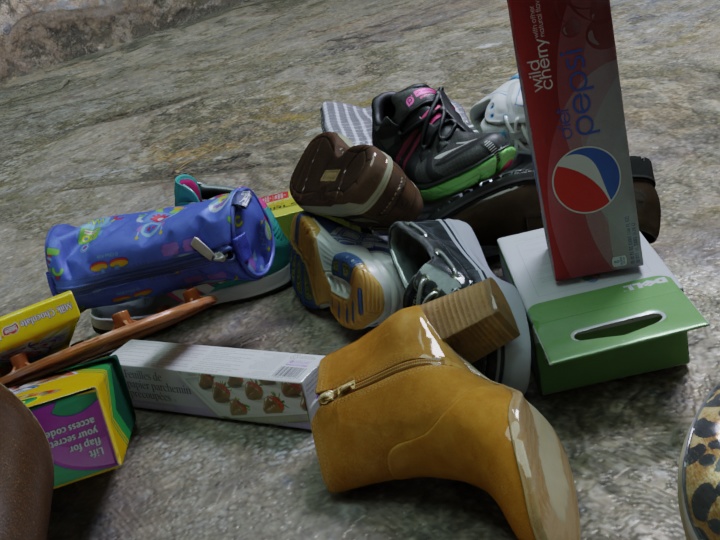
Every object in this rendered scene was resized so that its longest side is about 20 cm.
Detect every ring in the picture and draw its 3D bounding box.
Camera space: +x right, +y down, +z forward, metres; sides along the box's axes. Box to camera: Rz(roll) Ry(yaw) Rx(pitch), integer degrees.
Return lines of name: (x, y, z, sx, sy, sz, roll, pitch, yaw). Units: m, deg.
ring: (-0.208, 0.054, 0.811, 0.197, 0.020, 0.200, -23, -2, -1)

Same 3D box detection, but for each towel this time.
towel: (0.037, -0.146, 1.151, 0.162, 0.087, 0.201, -13, 23, -2)

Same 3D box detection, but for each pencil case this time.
pencil case: (-0.169, -0.015, 0.851, 0.196, 0.079, 0.087, -10, 19, 15)

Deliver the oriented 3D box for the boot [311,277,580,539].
boot: (0.041, 0.107, 0.603, 0.143, 0.071, 0.203, -30, 42, 18)

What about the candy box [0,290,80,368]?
candy box: (-0.282, 0.061, 0.825, 0.101, 0.027, 0.200, -26, -2, -21)

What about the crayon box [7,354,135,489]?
crayon box: (-0.255, 0.119, 0.676, 0.196, 0.059, 0.172, -18, 3, -9)

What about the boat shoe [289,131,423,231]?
boat shoe: (-0.004, -0.068, 0.886, 0.076, 0.074, 0.202, -59, 22, 2)

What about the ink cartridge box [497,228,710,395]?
ink cartridge box: (0.163, 0.029, 0.707, 0.102, 0.060, 0.201, -12, 23, 3)

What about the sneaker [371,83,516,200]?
sneaker: (0.058, -0.115, 0.875, 0.076, 0.085, 0.199, -26, 24, -22)

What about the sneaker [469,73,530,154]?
sneaker: (0.154, -0.124, 0.893, 0.085, 0.076, 0.200, -24, 20, -8)

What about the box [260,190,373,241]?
box: (-0.089, -0.043, 1.030, 0.196, 0.051, 0.076, -14, 24, 0)

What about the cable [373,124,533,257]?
cable: (0.099, -0.077, 0.969, 0.196, 0.070, 0.201, -3, 28, 19)

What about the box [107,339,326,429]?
box: (-0.109, 0.083, 0.765, 0.197, 0.039, 0.041, 1, 25, 32)

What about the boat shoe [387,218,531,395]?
boat shoe: (0.063, 0.026, 0.724, 0.069, 0.073, 0.201, 2, 27, -14)

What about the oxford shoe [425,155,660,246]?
oxford shoe: (0.149, -0.035, 0.825, 0.196, 0.086, 0.073, -9, -19, 3)

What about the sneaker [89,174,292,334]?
sneaker: (-0.164, -0.022, 0.931, 0.196, 0.123, 0.084, -18, 23, -10)

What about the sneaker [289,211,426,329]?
sneaker: (0.000, 0.000, 0.877, 0.087, 0.077, 0.200, -6, 22, -24)

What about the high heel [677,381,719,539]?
high heel: (0.212, 0.120, 0.441, 0.140, 0.072, 0.202, -9, 39, 29)

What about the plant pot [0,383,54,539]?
plant pot: (-0.237, 0.174, 0.487, 0.184, 0.190, 0.201, -17, 37, -9)

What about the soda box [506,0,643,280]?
soda box: (0.141, -0.101, 0.676, 0.062, 0.203, 0.070, -10, 22, 10)
